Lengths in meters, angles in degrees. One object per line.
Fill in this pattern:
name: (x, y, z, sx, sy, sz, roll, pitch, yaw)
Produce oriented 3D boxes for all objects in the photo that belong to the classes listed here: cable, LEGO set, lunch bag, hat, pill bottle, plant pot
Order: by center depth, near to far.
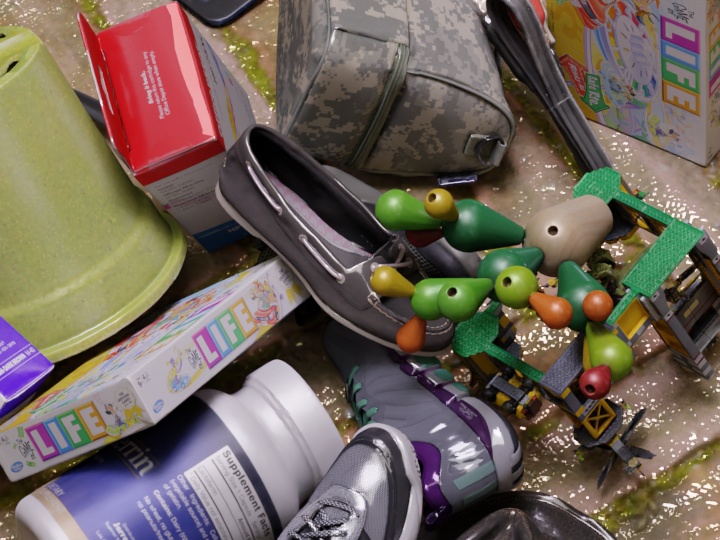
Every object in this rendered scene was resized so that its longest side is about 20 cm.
hat: (0.082, 0.203, 1.380, 0.200, 0.081, 0.201, -5, 49, 6)
pill bottle: (-0.111, 0.148, 1.435, 0.200, 0.116, 0.116, -32, 53, -18)
LEGO set: (0.171, 0.042, 1.502, 0.153, 0.116, 0.200, 19, 67, 46)
plant pot: (-0.246, -0.060, 1.542, 0.199, 0.185, 0.201, -17, 28, 9)
cable: (0.145, -0.141, 1.601, 0.050, 0.097, 0.200, -34, 83, -9)
lunch bag: (0.030, -0.169, 1.661, 0.167, 0.140, 0.201, 10, 48, -13)

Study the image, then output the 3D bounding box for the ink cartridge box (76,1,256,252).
ink cartridge box: (-0.125, -0.106, 1.572, 0.067, 0.200, 0.117, -21, 67, 8)

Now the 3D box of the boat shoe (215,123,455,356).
boat shoe: (-0.015, -0.020, 1.470, 0.200, 0.057, 0.067, 39, 45, 15)

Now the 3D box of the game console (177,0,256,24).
game console: (-0.119, -0.326, 1.833, 0.118, 0.171, 0.200, -17, 44, -41)

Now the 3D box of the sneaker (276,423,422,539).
sneaker: (-0.035, 0.177, 1.360, 0.075, 0.114, 0.201, 19, 80, 35)

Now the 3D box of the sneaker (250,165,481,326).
sneaker: (0.000, 0.000, 1.553, 0.114, 0.076, 0.199, -46, 42, -19)

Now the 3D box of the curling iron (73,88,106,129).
curling iron: (-0.148, -0.103, 1.705, 0.199, 0.026, 0.050, 20, 63, 22)

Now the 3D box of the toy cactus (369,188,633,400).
toy cactus: (0.106, 0.005, 1.417, 0.199, 0.103, 0.165, 27, 38, 29)

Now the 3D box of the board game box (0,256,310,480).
board game box: (-0.135, 0.061, 1.461, 0.134, 0.034, 0.200, -23, 10, 35)

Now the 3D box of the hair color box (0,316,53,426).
hair color box: (-0.313, 0.043, 1.490, 0.200, 0.109, 0.065, 41, 34, 5)

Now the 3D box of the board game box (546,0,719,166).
board game box: (0.198, -0.176, 1.598, 0.134, 0.200, 0.034, 25, 58, 27)

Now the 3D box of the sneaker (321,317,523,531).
sneaker: (0.017, 0.093, 1.471, 0.087, 0.075, 0.200, -30, 41, -22)
